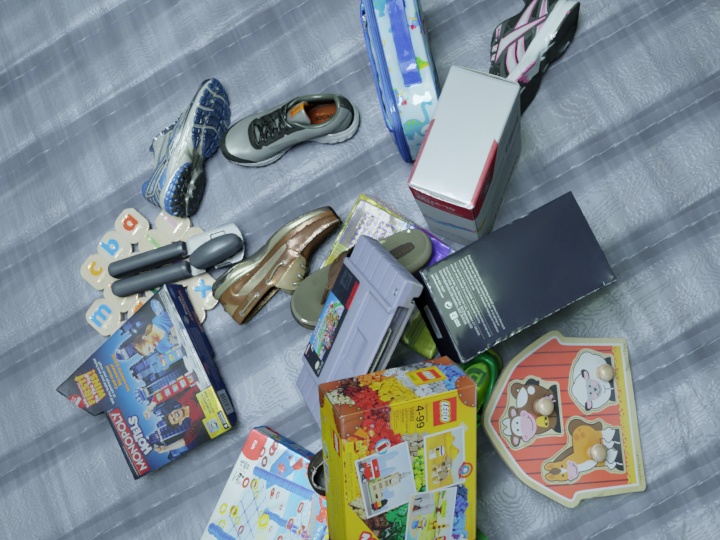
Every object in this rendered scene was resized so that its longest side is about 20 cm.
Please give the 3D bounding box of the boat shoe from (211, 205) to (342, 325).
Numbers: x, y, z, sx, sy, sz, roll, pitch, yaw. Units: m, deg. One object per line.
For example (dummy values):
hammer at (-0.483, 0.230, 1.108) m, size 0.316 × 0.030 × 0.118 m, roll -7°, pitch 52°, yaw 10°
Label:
boat shoe at (-0.102, -0.003, 0.966) m, size 0.198 × 0.076 × 0.075 m, roll -37°, pitch 81°, yaw 10°

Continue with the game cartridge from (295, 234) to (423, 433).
game cartridge at (-0.010, 0.075, 0.814) m, size 0.130 × 0.038 × 0.203 m, roll 43°, pitch 114°, yaw 52°

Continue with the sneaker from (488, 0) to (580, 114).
sneaker at (0.200, -0.276, 0.963) m, size 0.086 × 0.081 × 0.201 m, roll 34°, pitch 79°, yaw 26°

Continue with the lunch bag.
lunch bag at (0.057, -0.253, 0.931) m, size 0.080 × 0.161 × 0.205 m, roll -13°, pitch 78°, yaw 7°

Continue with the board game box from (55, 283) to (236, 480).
board game box at (-0.285, 0.154, 0.966) m, size 0.197 × 0.062 × 0.203 m, roll -27°, pitch 85°, yaw 7°

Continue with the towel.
towel at (0.046, 0.006, 0.958) m, size 0.198 × 0.023 × 0.145 m, roll 33°, pitch 87°, yaw 14°

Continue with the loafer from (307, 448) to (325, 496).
loafer at (0.026, 0.199, 0.825) m, size 0.198 × 0.071 × 0.074 m, roll -35°, pitch 84°, yaw 4°

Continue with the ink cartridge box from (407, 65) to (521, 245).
ink cartridge box at (0.130, -0.123, 0.875) m, size 0.081 × 0.200 × 0.149 m, roll 20°, pitch 83°, yaw 16°

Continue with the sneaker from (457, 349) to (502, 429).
sneaker at (0.107, 0.182, 0.883) m, size 0.073 × 0.084 × 0.204 m, roll 23°, pitch 85°, yaw 13°

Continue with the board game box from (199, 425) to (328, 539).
board game box at (-0.088, 0.329, 0.907) m, size 0.192 × 0.056 × 0.204 m, roll 24°, pitch 85°, yaw 14°

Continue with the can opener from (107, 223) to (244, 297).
can opener at (-0.249, -0.016, 0.979) m, size 0.195 × 0.067 × 0.055 m, roll -17°, pitch 78°, yaw 5°

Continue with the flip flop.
flip flop at (0.000, 0.000, 0.898) m, size 0.197 × 0.058 × 0.082 m, roll -28°, pitch 57°, yaw -9°

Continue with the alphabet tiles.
alphabet tiles at (-0.290, 0.015, 1.022) m, size 0.194 × 0.015 × 0.202 m, roll 37°, pitch 88°, yaw 12°

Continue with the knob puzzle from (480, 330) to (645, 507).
knob puzzle at (0.235, 0.170, 0.851) m, size 0.214 × 0.030 × 0.226 m, roll 3°, pitch 78°, yaw -12°

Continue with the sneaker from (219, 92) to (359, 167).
sneaker at (-0.102, -0.199, 0.994) m, size 0.195 × 0.079 × 0.076 m, roll -15°, pitch 79°, yaw 9°

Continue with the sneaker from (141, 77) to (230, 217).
sneaker at (-0.250, -0.179, 1.021) m, size 0.083 × 0.077 × 0.204 m, roll 14°, pitch 77°, yaw 23°

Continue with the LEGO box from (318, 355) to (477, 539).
LEGO box at (0.040, 0.208, 0.760) m, size 0.145 × 0.077 × 0.205 m, roll -10°, pitch 110°, yaw -18°

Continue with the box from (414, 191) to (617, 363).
box at (0.158, 0.016, 0.831) m, size 0.179 × 0.200 × 0.106 m, roll -26°, pitch 84°, yaw -3°

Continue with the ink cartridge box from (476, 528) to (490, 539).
ink cartridge box at (0.051, 0.380, 0.823) m, size 0.195 × 0.083 × 0.151 m, roll -4°, pitch 88°, yaw -8°
